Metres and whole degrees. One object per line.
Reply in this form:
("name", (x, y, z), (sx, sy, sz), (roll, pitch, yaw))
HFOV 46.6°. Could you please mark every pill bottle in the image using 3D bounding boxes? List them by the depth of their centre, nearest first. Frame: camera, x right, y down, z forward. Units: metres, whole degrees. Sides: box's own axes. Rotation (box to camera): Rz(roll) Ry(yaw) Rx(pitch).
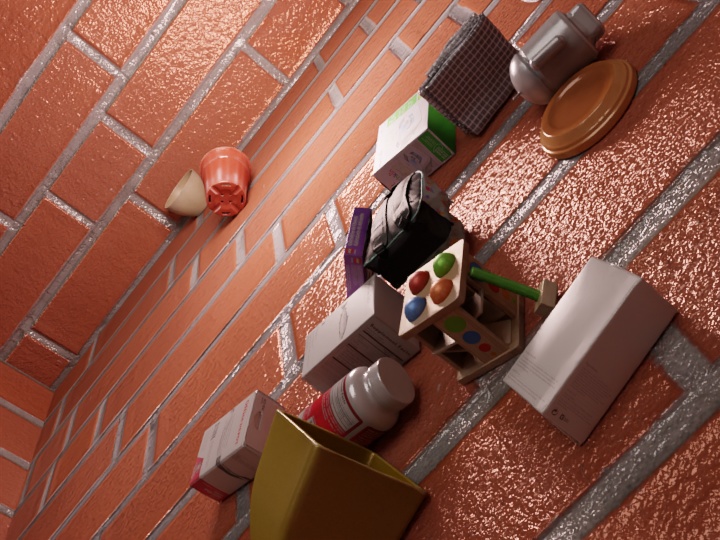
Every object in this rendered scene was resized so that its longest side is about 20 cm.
("pill bottle", (-0.008, 0.232, 1.371), (0.199, 0.112, 0.113), (-41, 25, 28))

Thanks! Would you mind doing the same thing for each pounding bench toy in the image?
("pounding bench toy", (0.171, 0.040, 1.225), (0.199, 0.155, 0.126), (-36, 27, 36))

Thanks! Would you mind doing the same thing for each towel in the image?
("towel", (0.234, -0.398, 1.718), (0.201, 0.165, 0.086), (-52, 28, 5))

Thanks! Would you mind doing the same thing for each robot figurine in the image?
("robot figurine", (0.353, -0.387, 1.526), (0.200, 0.113, 0.169), (-46, -15, 19))

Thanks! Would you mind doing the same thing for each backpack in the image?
("backpack", (0.100, -0.077, 1.539), (0.176, 0.152, 0.202), (-49, 24, 27))

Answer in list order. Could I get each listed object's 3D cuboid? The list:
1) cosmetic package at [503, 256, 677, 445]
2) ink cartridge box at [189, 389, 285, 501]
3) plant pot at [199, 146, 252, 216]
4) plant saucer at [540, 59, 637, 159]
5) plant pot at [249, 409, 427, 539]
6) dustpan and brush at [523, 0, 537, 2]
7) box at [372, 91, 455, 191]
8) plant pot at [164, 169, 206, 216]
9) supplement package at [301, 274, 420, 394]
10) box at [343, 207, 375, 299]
("cosmetic package", (0.280, 0.094, 1.030), (0.201, 0.081, 0.113), (-52, 22, 3))
("ink cartridge box", (-0.252, 0.361, 1.719), (0.200, 0.084, 0.147), (-41, 25, 34))
("plant pot", (-0.491, -0.313, 3.055), (0.201, 0.199, 0.197), (-44, 32, 22))
("plant saucer", (0.379, -0.282, 1.423), (0.200, 0.037, 0.202), (-44, 24, 25))
("plant pot", (-0.057, 0.352, 1.216), (0.203, 0.193, 0.194), (-65, 23, -4))
("dustpan and brush", (0.430, -0.656, 1.851), (0.141, 0.056, 0.200), (-61, 14, 12))
("box", (0.124, -0.293, 1.882), (0.176, 0.096, 0.202), (-36, 29, 33))
("plant pot", (-0.723, -0.311, 3.571), (0.200, 0.134, 0.202), (-44, 24, 25))
("supplement package", (0.000, 0.130, 1.494), (0.200, 0.117, 0.118), (-42, 24, 26))
("box", (0.000, 0.000, 1.618), (0.138, 0.038, 0.203), (-79, -11, -47))
